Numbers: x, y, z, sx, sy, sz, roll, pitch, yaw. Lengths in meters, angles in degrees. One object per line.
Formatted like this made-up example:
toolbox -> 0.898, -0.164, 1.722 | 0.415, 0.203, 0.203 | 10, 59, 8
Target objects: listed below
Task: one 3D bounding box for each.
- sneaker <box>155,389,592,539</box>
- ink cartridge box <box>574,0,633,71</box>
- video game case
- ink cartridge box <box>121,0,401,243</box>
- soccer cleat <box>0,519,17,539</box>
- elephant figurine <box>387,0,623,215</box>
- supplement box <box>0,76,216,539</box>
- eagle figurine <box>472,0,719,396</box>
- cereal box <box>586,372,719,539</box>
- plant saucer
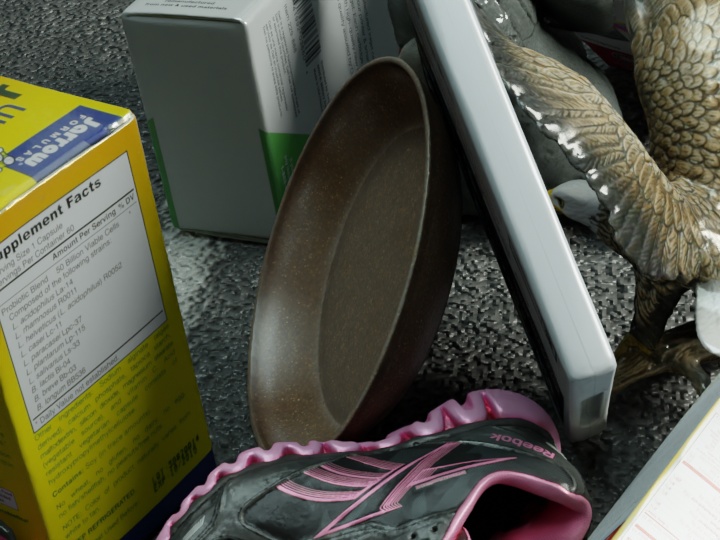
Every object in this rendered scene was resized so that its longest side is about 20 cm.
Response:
sneaker -> 0.007, 0.114, 0.722 | 0.198, 0.080, 0.095 | -20, 28, -13
ink cartridge box -> 0.174, -0.176, 1.007 | 0.147, 0.199, 0.086 | 22, 88, 38
video game case -> 0.065, -0.032, 0.762 | 0.023, 0.182, 0.202 | -21, 76, 1
ink cartridge box -> -0.046, -0.132, 1.046 | 0.083, 0.147, 0.200 | 7, 36, 25
soccer cleat -> -0.204, 0.136, 0.770 | 0.199, 0.087, 0.070 | 37, 38, 19
elephant figurine -> 0.065, -0.124, 0.939 | 0.154, 0.201, 0.142 | -4, 52, 18
supplement box -> -0.154, 0.030, 0.784 | 0.109, 0.201, 0.109 | 16, 41, 33
eagle figurine -> 0.136, -0.045, 0.805 | 0.149, 0.202, 0.152 | -5, 20, 15
cereal box -> 0.119, 0.097, 0.673 | 0.039, 0.144, 0.200 | 39, 51, 9
plant saucer -> 0.000, 0.000, 0.830 | 0.036, 0.201, 0.201 | 16, 27, -22
